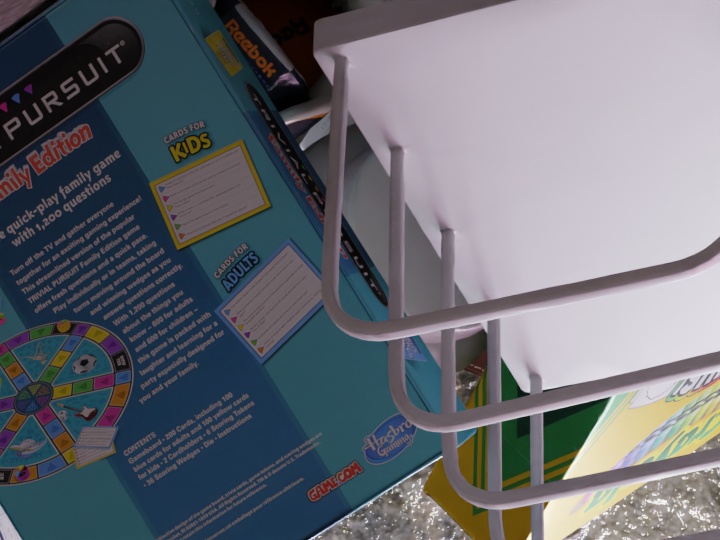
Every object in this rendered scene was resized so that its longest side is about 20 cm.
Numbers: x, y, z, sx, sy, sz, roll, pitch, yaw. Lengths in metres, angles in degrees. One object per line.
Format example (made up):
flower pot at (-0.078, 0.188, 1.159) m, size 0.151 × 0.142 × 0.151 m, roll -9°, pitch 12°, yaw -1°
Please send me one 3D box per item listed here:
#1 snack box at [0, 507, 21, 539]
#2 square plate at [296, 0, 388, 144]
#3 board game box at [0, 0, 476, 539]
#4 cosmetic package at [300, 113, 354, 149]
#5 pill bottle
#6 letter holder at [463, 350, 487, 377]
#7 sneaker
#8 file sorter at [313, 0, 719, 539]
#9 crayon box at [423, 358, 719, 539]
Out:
snack box at (-0.249, 0.122, 1.270) m, size 0.142 × 0.053 × 0.200 m, roll -30°, pitch -150°, yaw -25°
square plate at (-0.065, -0.049, 1.054) m, size 0.200 × 0.028 × 0.199 m, roll -37°, pitch -162°, yaw 55°
board game box at (-0.076, 0.012, 0.816) m, size 0.150 × 0.201 × 0.047 m, roll -33°, pitch 177°, yaw 12°
cosmetic package at (0.065, -0.032, 1.124) m, size 0.081 × 0.200 × 0.113 m, roll -53°, pitch 161°, yaw -1°
pill bottle at (0.000, 0.000, 1.000) m, size 0.112 × 0.113 × 0.200 m, roll -31°, pitch -178°, yaw -24°
letter holder at (0.118, 0.000, 1.231) m, size 0.101 × 0.199 × 0.143 m, roll 22°, pitch 86°, yaw -75°
sneaker at (-0.072, -0.060, 0.904) m, size 0.200 × 0.079 × 0.079 m, roll -44°, pitch -174°, yaw -22°
file sorter at (0.084, 0.013, 0.745) m, size 0.138 × 0.125 × 0.200 m, roll -12°, pitch 140°, yaw 19°
crayon box at (0.133, 0.017, 0.983) m, size 0.199 × 0.058 × 0.173 m, roll -25°, pitch 149°, yaw -46°
